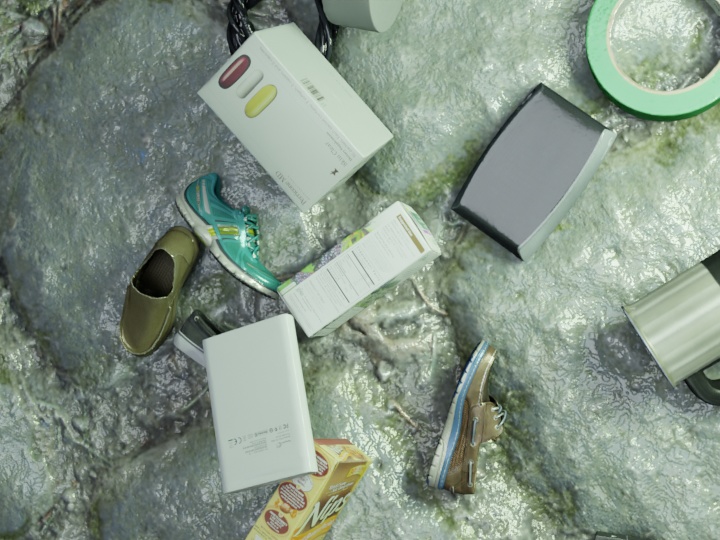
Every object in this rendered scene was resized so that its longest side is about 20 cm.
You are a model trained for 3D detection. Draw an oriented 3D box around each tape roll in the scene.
[{"bbox_3d":[0.013,-0.403,1.395,0.066,0.200,0.201,12,91,15],"label":"tape roll"},{"bbox_3d":[0.381,-0.288,1.382,0.199,0.048,0.201,0,88,13],"label":"tape roll"}]

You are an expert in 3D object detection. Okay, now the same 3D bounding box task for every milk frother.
[{"bbox_3d":[0.429,0.070,1.282,0.188,0.200,0.181,-34,85,10],"label":"milk frother"}]

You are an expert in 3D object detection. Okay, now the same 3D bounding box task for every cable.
[{"bbox_3d":[-0.107,-0.330,1.497,0.162,0.051,0.201,14,93,12],"label":"cable"}]

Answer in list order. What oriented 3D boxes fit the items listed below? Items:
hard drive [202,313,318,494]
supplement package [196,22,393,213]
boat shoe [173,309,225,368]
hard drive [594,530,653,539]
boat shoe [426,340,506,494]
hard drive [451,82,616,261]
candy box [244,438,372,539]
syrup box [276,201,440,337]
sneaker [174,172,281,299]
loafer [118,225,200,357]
[{"bbox_3d":[-0.129,0.169,1.407,0.131,0.026,0.201,-18,71,24],"label":"hard drive"},{"bbox_3d":[-0.078,-0.195,1.404,0.111,0.156,0.200,-41,92,22],"label":"supplement package"},{"bbox_3d":[-0.157,0.117,1.490,0.200,0.070,0.066,31,97,20],"label":"boat shoe"},{"bbox_3d":[0.380,0.405,1.363,0.199,0.038,0.140,6,89,14],"label":"hard drive"},{"bbox_3d":[0.147,0.189,1.415,0.072,0.072,0.201,18,102,8],"label":"boat shoe"},{"bbox_3d":[0.218,-0.127,1.417,0.135,0.042,0.200,37,96,12],"label":"hard drive"},{"bbox_3d":[-0.075,0.311,1.431,0.055,0.115,0.200,35,96,23],"label":"candy box"},{"bbox_3d":[0.000,0.000,1.446,0.200,0.079,0.082,-37,80,10],"label":"syrup box"},{"bbox_3d":[-0.168,-0.046,1.493,0.080,0.078,0.200,-39,80,0],"label":"sneaker"},{"bbox_3d":[-0.284,0.032,1.504,0.076,0.067,0.201,28,109,14],"label":"loafer"}]
